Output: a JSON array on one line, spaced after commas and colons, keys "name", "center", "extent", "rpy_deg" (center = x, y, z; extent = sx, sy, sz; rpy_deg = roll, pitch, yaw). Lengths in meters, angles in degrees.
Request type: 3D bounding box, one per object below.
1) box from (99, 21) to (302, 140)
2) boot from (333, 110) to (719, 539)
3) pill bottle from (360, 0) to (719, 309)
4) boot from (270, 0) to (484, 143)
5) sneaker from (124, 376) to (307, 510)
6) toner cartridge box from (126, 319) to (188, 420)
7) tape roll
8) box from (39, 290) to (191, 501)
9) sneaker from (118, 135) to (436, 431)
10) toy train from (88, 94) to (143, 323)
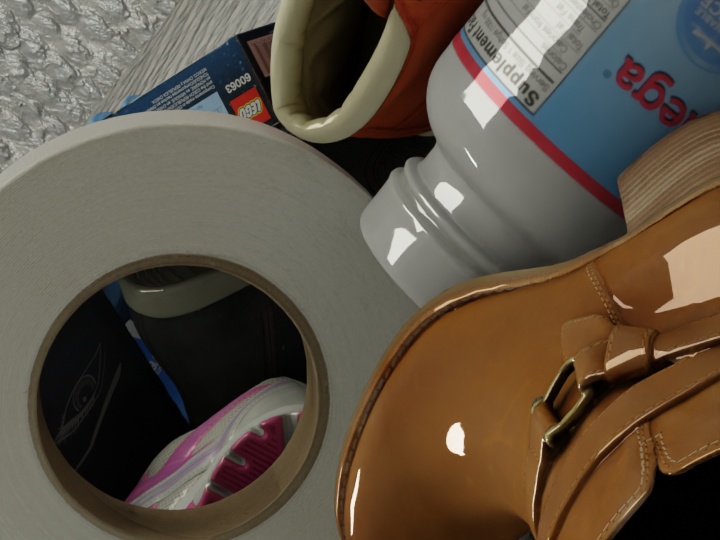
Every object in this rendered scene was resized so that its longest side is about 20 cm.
[{"name": "box", "center": [-0.041, -0.070, 0.804], "extent": [0.136, 0.038, 0.200], "rpy_deg": [-28, 1, 33]}, {"name": "boot", "center": [0.061, 0.058, 0.518], "extent": [0.200, 0.077, 0.156], "rpy_deg": [-40, 22, 22]}, {"name": "pill bottle", "center": [0.092, -0.066, 0.605], "extent": [0.200, 0.108, 0.109], "rpy_deg": [-51, 14, 16]}, {"name": "boot", "center": [0.038, -0.124, 0.634], "extent": [0.107, 0.075, 0.201], "rpy_deg": [-17, -38, -53]}, {"name": "sneaker", "center": [-0.069, 0.122, 0.777], "extent": [0.200, 0.081, 0.088], "rpy_deg": [-43, 15, 12]}, {"name": "toner cartridge box", "center": [-0.110, 0.026, 1.096], "extent": [0.043, 0.095, 0.201], "rpy_deg": [-38, 21, 45]}, {"name": "tape roll", "center": [-0.065, 0.043, 0.683], "extent": [0.203, 0.202, 0.037], "rpy_deg": [-53, 13, 5]}, {"name": "box", "center": [-0.175, 0.117, 0.833], "extent": [0.117, 0.201, 0.197], "rpy_deg": [13, 58, 29]}, {"name": "sneaker", "center": [0.000, 0.000, 0.822], "extent": [0.199, 0.107, 0.075], "rpy_deg": [-23, 37, -7]}, {"name": "toy train", "center": [-0.088, -0.026, 0.925], "extent": [0.200, 0.113, 0.087], "rpy_deg": [-57, -12, -69]}]
